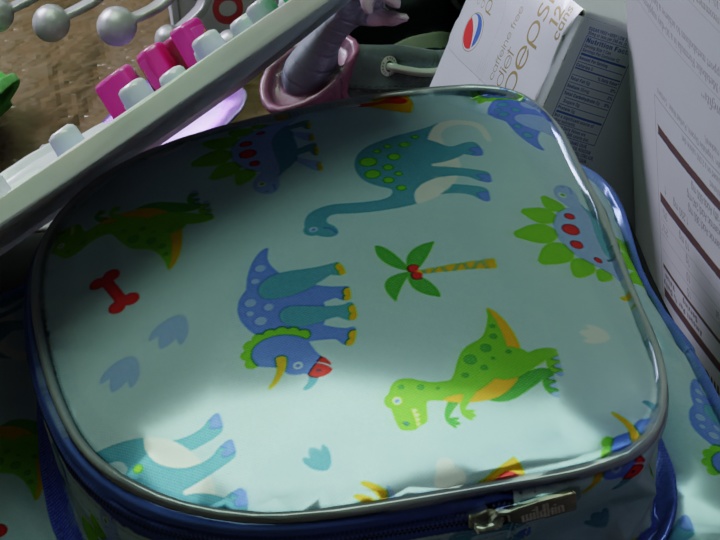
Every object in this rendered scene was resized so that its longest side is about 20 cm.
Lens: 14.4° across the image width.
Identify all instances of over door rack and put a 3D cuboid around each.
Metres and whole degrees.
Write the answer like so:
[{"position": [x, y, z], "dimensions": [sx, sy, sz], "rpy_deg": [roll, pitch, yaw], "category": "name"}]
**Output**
[{"position": [-0.118, -0.121, 0.974], "dimensions": [0.199, 0.067, 0.148], "rpy_deg": [27, -6, -25], "category": "over door rack"}]

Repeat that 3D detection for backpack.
[{"position": [-0.015, 0.054, 0.678], "dimensions": [0.199, 0.148, 0.184], "rpy_deg": [-15, 40, -3], "category": "backpack"}]

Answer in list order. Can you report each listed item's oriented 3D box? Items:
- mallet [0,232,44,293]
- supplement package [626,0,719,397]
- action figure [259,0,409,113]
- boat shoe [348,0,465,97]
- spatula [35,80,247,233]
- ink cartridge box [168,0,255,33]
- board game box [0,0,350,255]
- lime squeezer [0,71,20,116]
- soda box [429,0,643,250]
[{"position": [-0.069, -0.038, 0.997], "dimensions": [0.065, 0.041, 0.200], "rpy_deg": [3, 26, 18], "category": "mallet"}, {"position": [0.137, -0.013, 0.736], "dimensions": [0.113, 0.201, 0.110], "rpy_deg": [-10, 29, -10], "category": "supplement package"}, {"position": [0.000, 0.000, 0.883], "dimensions": [0.149, 0.134, 0.200], "rpy_deg": [-42, 1, 24], "category": "action figure"}, {"position": [0.053, -0.089, 1.035], "dimensions": [0.199, 0.062, 0.073], "rpy_deg": [-30, 38, -36], "category": "boat shoe"}, {"position": [-0.122, -0.004, 0.884], "dimensions": [0.199, 0.021, 0.056], "rpy_deg": [-34, 33, -23], "category": "spatula"}, {"position": [0.013, -0.175, 1.111], "dimensions": [0.198, 0.146, 0.084], "rpy_deg": [-10, 29, -7], "category": "ink cartridge box"}, {"position": [-0.092, -0.020, 0.706], "dimensions": [0.200, 0.026, 0.200], "rpy_deg": [-36, 3, -18], "category": "board game box"}, {"position": [-0.151, -0.079, 1.045], "dimensions": [0.038, 0.071, 0.200], "rpy_deg": [-27, 33, -9], "category": "lime squeezer"}, {"position": [0.121, -0.034, 0.831], "dimensions": [0.199, 0.064, 0.068], "rpy_deg": [15, 18, -27], "category": "soda box"}]
